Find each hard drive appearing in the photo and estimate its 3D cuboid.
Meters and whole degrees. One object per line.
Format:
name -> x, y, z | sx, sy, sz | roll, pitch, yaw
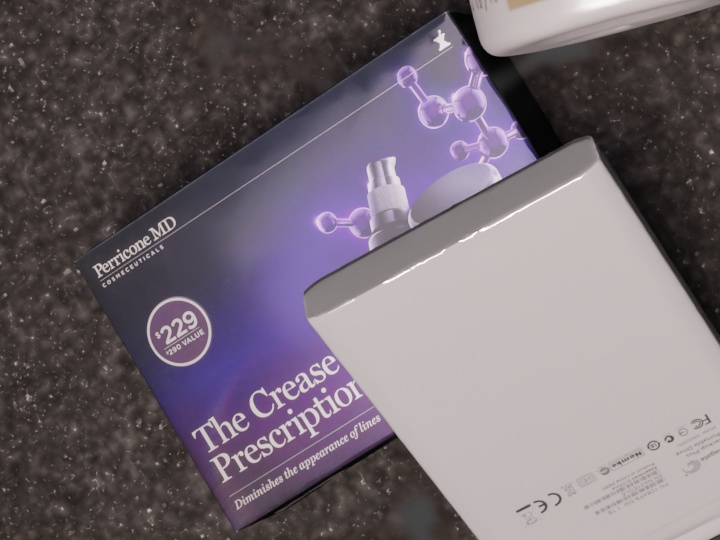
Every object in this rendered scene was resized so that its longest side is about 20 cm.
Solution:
hard drive -> 0.083, 0.050, 0.981 | 0.132, 0.027, 0.200 | -28, 125, 13

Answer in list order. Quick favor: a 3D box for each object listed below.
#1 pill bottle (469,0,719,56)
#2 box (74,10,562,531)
pill bottle -> 0.084, -0.198, 0.975 | 0.119, 0.120, 0.201 | -14, 91, 16
box -> 0.000, 0.000, 1.036 | 0.200, 0.079, 0.141 | -33, 83, 15
